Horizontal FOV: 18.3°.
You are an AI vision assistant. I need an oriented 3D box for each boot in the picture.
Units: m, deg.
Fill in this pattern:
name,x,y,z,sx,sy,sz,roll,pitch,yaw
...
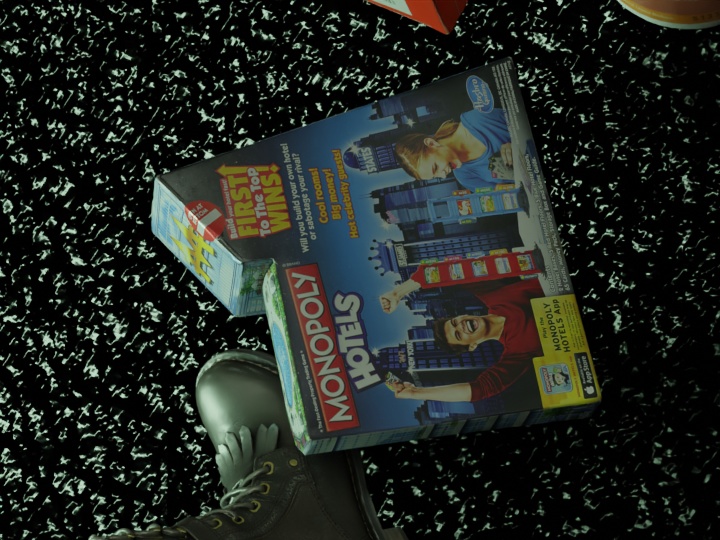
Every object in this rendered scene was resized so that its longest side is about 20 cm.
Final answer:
name,x,y,z,sx,sy,sz,roll,pitch,yaw
boot,-0.064,0.123,1.061,0.201,0.173,0.069,53,123,24

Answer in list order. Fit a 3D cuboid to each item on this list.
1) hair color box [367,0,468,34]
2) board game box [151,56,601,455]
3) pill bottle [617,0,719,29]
name,x,y,z,sx,sy,sz,roll,pitch,yaw
hair color box,0.045,-0.245,1.255,0.110,0.064,0.201,24,76,22
board game box,0.000,0.000,1.127,0.198,0.062,0.202,-7,63,-11
pill bottle,0.163,-0.217,1.139,0.111,0.200,0.113,-5,67,11
